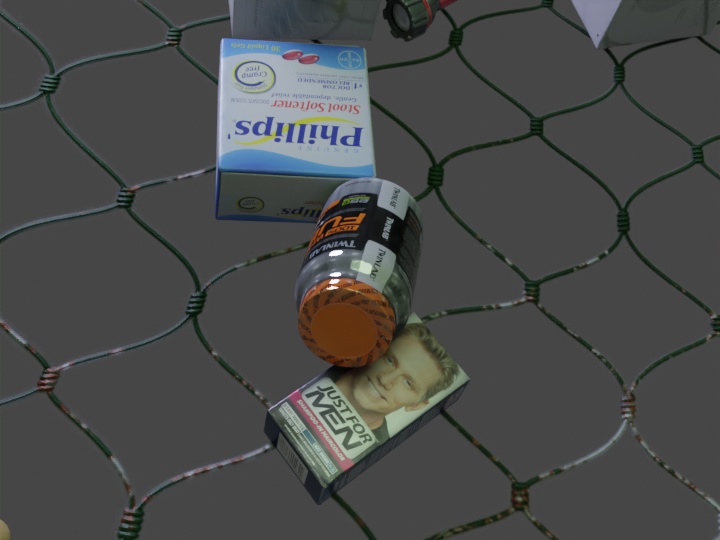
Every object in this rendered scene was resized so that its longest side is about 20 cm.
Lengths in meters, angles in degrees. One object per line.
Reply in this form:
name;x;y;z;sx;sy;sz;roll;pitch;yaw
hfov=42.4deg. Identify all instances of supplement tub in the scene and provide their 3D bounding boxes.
supplement tub;0.000;0.000;0.974;0.121;0.124;0.201;15;35;-1

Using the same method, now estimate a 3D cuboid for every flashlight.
flashlight;0.123;-0.389;1.301;0.199;0.068;0.068;-33;69;-25

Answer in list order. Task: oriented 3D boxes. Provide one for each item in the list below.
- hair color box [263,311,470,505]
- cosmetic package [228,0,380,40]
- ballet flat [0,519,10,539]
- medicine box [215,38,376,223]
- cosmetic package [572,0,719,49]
hair color box;0.007;0.140;0.966;0.199;0.061;0.100;-32;70;-26
cosmetic package;-0.069;-0.412;1.200;0.196;0.200;0.125;-3;59;-12
ballet flat;-0.391;0.287;0.801;0.068;0.063;0.200;40;60;14
medicine box;-0.081;-0.164;1.107;0.179;0.103;0.203;1;58;-10
cosmetic package;0.428;-0.434;1.298;0.197;0.200;0.125;-9;61;-16
